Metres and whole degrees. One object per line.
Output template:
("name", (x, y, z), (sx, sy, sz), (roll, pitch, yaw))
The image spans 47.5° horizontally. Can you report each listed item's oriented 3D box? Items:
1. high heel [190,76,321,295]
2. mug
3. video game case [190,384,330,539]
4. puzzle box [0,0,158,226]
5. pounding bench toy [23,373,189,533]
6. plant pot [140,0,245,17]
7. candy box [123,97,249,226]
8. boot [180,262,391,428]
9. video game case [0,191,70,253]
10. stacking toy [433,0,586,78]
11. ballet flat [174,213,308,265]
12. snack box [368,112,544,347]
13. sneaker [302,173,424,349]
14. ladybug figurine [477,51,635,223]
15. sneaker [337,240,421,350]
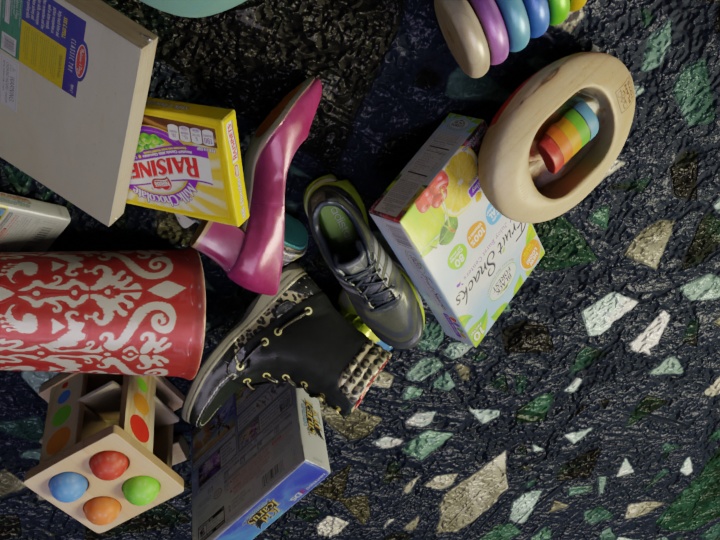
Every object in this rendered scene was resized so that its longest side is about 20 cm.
("high heel", (-0.071, -0.079, 0.776), (0.095, 0.067, 0.202), (33, 82, -22))
("mug", (-0.269, 0.057, 0.821), (0.197, 0.135, 0.179), (2, 134, -24))
("video game case", (-0.124, 0.211, 0.962), (0.045, 0.183, 0.200), (31, 117, -33))
("puzzle box", (-0.244, -0.143, 0.686), (0.132, 0.026, 0.201), (33, 134, 3))
("pounding bench toy", (-0.267, 0.219, 0.953), (0.123, 0.157, 0.201), (-28, 130, 11))
("plant pot", (-0.115, -0.280, 0.566), (0.198, 0.203, 0.161), (24, 131, -28))
("candy box", (-0.193, -0.104, 0.726), (0.197, 0.027, 0.104), (12, 130, 21))
("boot", (-0.079, 0.115, 0.862), (0.153, 0.073, 0.205), (38, 87, 7))
("video game case", (-0.405, -0.005, 0.778), (0.200, 0.023, 0.181), (-43, 153, 21))
("stacking toy", (0.168, -0.254, 0.726), (0.198, 0.086, 0.086), (-28, 130, 2))
("ballet flat", (-0.144, -0.057, 0.819), (0.199, 0.073, 0.072), (33, 116, -31))
("snack box", (0.108, -0.039, 0.853), (0.143, 0.053, 0.201), (-49, 131, -17))
("sneaker", (0.000, 0.000, 0.835), (0.073, 0.081, 0.201), (-32, 100, 12))
("ladybug figurine", (0.186, -0.133, 0.796), (0.199, 0.072, 0.137), (-39, 122, -15))
("sneaker", (0.029, 0.035, 0.940), (0.200, 0.076, 0.105), (-43, 155, 10))
